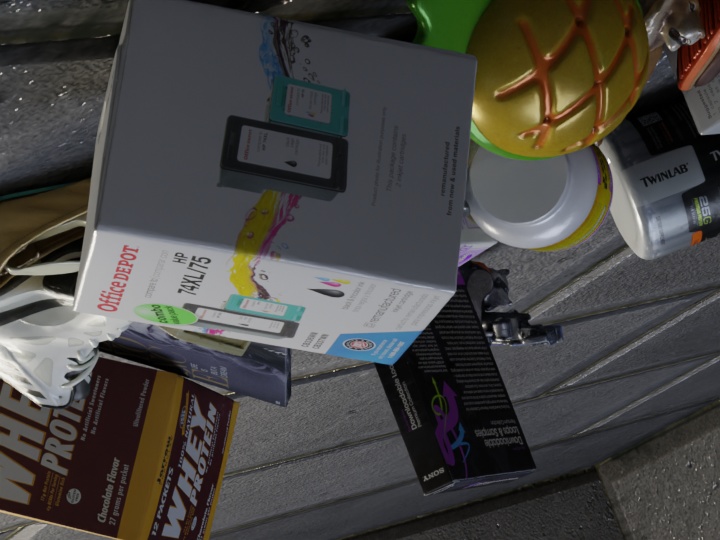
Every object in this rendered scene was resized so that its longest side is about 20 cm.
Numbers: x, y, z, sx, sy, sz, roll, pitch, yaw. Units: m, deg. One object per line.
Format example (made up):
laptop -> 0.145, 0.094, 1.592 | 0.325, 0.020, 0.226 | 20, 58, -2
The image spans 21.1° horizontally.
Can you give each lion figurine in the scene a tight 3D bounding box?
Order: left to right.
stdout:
lion figurine -> 0.185, -0.158, 1.362 | 0.123, 0.072, 0.200 | -50, 179, 2

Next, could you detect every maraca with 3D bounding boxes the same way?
maraca -> 0.102, -0.137, 1.216 | 0.199, 0.138, 0.107 | 5, -163, -37

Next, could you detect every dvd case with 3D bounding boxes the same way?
dvd case -> -0.148, 0.046, 1.445 | 0.199, 0.016, 0.149 | 17, 158, 5

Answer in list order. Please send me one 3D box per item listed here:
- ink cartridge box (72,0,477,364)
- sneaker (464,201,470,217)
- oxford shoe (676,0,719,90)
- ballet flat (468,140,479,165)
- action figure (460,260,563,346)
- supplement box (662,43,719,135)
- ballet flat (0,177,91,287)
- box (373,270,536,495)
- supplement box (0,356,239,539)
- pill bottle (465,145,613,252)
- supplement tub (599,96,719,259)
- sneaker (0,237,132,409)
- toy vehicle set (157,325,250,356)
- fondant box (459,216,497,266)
ink cartridge box -> -0.053, -0.048, 1.107 | 0.199, 0.147, 0.147 | 10, 159, -10
sneaker -> 0.000, 0.000, 1.423 | 0.200, 0.116, 0.075 | -44, 166, -4
oxford shoe -> 0.272, -0.180, 1.298 | 0.072, 0.072, 0.200 | 12, 149, -13
ballet flat -> 0.061, -0.117, 1.339 | 0.070, 0.071, 0.200 | -22, 166, 7
action figure -> 0.093, 0.026, 1.853 | 0.199, 0.105, 0.193 | 0, -174, 36
supplement box -> 0.321, -0.185, 1.368 | 0.101, 0.104, 0.200 | -8, 160, -45
ballet flat -> -0.169, -0.037, 1.294 | 0.199, 0.063, 0.069 | -20, 165, -7
box -> 0.062, 0.078, 1.550 | 0.036, 0.201, 0.143 | -30, 163, 28
supplement box -> -0.225, 0.140, 1.566 | 0.196, 0.134, 0.200 | 11, 172, 13
pill bottle -> 0.135, -0.068, 1.487 | 0.104, 0.105, 0.200 | -24, 175, 11
supplement tub -> 0.309, -0.096, 1.645 | 0.199, 0.123, 0.123 | -21, 166, -2
sneaker -> -0.187, 0.034, 1.355 | 0.199, 0.076, 0.116 | -6, 131, 23
toy vehicle set -> -0.058, -0.038, 1.298 | 0.201, 0.026, 0.124 | -58, 161, 1
fondant box -> 0.000, -0.014, 1.645 | 0.144, 0.059, 0.199 | -33, 163, 38
